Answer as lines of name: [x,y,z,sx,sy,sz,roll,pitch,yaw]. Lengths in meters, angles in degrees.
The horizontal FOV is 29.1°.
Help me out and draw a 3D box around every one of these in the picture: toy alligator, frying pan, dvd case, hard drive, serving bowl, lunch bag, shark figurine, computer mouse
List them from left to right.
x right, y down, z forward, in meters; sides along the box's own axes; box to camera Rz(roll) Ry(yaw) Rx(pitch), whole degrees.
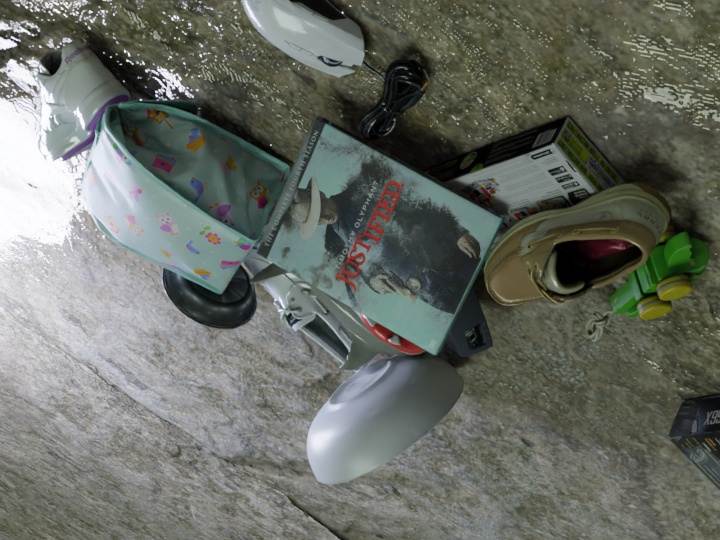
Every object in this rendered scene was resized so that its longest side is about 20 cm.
lunch bag: [-0.194,-0.086,1.454,0.198,0.123,0.170,29,151,-7]
frying pan: [-0.171,-0.012,1.566,0.114,0.192,0.031,11,134,-26]
computer mouse: [-0.036,-0.197,1.218,0.199,0.044,0.110,37,151,-10]
shark figurine: [-0.015,0.056,1.488,0.213,0.090,0.128,31,-175,-11]
serving bowl: [0.016,0.151,1.547,0.066,0.200,0.199,56,145,-10]
dvd case: [0.016,-0.032,1.279,0.198,0.022,0.147,30,107,12]
hard drive: [0.057,-0.001,1.383,0.134,0.042,0.201,36,161,40]
toy alligator: [0.264,0.013,1.248,0.054,0.060,0.200,-6,156,-18]

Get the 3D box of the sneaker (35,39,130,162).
sneaker: [-0.308,-0.183,1.485,0.100,0.075,0.200,55,147,-3]

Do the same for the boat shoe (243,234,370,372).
boat shoe: [-0.059,0.038,1.563,0.199,0.067,0.074,34,150,-4]

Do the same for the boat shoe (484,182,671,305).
boat shoe: [0.175,-0.010,1.190,0.074,0.067,0.199,41,138,-17]

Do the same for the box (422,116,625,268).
box: [0.144,-0.065,1.256,0.110,0.035,0.199,45,148,-21]

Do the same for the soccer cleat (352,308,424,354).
soccer cleat: [0.000,0.000,1.352,0.200,0.069,0.085,45,-179,6]

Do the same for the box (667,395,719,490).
box: [0.427,0.200,1.373,0.200,0.050,0.157,43,149,-19]
